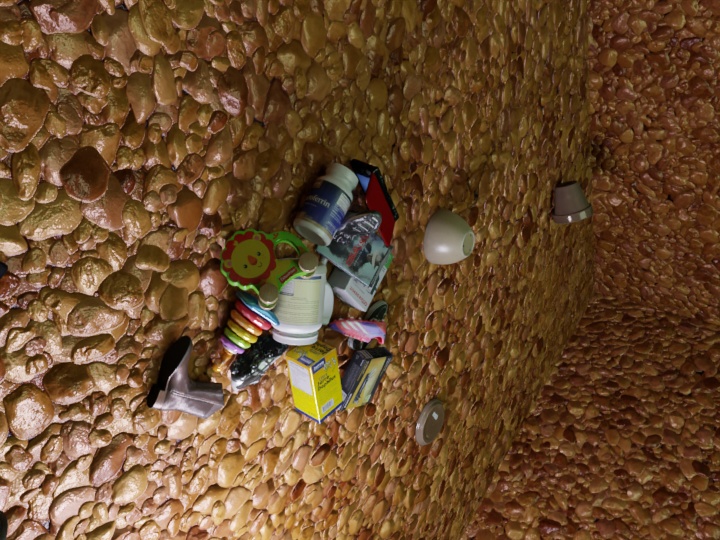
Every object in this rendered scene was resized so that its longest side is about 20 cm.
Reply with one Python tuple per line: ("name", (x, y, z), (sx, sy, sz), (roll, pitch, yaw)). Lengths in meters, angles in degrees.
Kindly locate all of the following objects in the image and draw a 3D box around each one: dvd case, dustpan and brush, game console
("dvd case", (-0.016, -0.063, 1.662), (0.198, 0.022, 0.148), (35, 73, -13))
("dustpan and brush", (-0.120, 0.040, 1.646), (0.138, 0.057, 0.204), (19, 95, -40))
("game console", (0.027, -0.193, 1.654), (0.119, 0.171, 0.202), (-46, 136, -17))

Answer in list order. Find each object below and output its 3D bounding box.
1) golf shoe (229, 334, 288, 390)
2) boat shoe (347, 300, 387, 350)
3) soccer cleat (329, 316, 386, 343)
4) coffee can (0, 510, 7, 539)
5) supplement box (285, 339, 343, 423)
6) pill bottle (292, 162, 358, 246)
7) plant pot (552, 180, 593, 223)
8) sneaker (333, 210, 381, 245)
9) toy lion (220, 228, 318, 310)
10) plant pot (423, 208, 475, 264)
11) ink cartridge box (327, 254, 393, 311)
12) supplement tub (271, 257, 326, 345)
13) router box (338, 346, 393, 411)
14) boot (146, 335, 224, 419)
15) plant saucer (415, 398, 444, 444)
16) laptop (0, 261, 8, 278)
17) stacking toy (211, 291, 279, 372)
("golf shoe", (-0.271, 0.242, 1.518), (0.198, 0.077, 0.096), (-29, 149, -47))
("boat shoe", (0.040, 0.185, 1.885), (0.201, 0.063, 0.072), (-52, 138, -26))
("soccer cleat", (-0.005, 0.187, 1.782), (0.196, 0.066, 0.079), (5, 77, -32))
("coffee can", (-0.718, 0.437, 0.947), (0.148, 0.144, 0.201), (-55, 139, -21))
("supplement box", (-0.131, 0.318, 1.678), (0.109, 0.107, 0.205), (-32, 127, -40))
("pill bottle", (-0.089, -0.178, 1.545), (0.116, 0.114, 0.203), (45, 67, -49))
("plant pot", (1.055, -0.351, 2.898), (0.199, 0.197, 0.179), (-31, 109, -41))
("sneaker", (-0.014, -0.134, 1.561), (0.073, 0.198, 0.081), (31, 63, -29))
("toy lion", (-0.228, -0.023, 1.380), (0.199, 0.193, 0.069), (-38, 173, -21))
("plant pot", (0.338, -0.110, 2.098), (0.198, 0.132, 0.206), (-23, 121, -45))
("ink cartridge box", (0.000, 0.000, 1.749), (0.147, 0.082, 0.203), (45, 68, -49))
("supplement tub", (-0.165, 0.079, 1.512), (0.143, 0.143, 0.206), (-6, 105, -50))
("router box", (0.007, 0.349, 1.868), (0.155, 0.052, 0.204), (0, 120, -51))
("boot", (-0.385, 0.259, 1.370), (0.199, 0.064, 0.189), (29, 93, -49))
("plant saucer", (0.295, 0.636, 2.405), (0.198, 0.029, 0.206), (-21, 118, -46))
("laptop", (-0.712, 0.012, 0.909), (0.199, 0.115, 0.190), (37, 71, -21))
("stacking toy", (-0.303, 0.164, 1.426), (0.116, 0.109, 0.202), (37, 84, -36))
